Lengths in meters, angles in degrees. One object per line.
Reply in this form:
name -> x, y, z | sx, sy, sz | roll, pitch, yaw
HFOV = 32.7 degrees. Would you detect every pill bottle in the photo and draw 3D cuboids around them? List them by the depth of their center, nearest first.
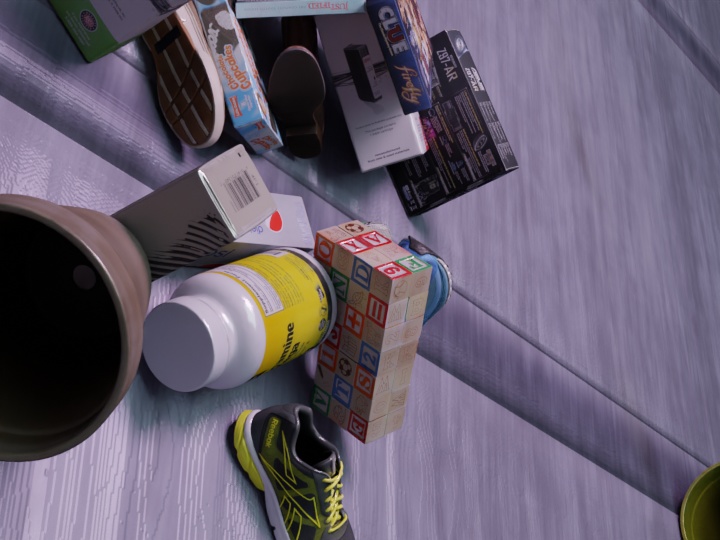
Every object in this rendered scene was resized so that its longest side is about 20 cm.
pill bottle -> -0.117, 0.049, 1.190 | 0.200, 0.112, 0.113 | -23, 88, -57

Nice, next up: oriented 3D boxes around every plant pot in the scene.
plant pot -> -0.249, 0.027, 0.969 | 0.200, 0.200, 0.174 | 60, 15, -8
plant pot -> 0.644, 0.431, 1.996 | 0.193, 0.200, 0.201 | 44, 36, -50

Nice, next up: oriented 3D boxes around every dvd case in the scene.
dvd case -> -0.068, -0.325, 1.432 | 0.200, 0.145, 0.022 | -93, 180, -66

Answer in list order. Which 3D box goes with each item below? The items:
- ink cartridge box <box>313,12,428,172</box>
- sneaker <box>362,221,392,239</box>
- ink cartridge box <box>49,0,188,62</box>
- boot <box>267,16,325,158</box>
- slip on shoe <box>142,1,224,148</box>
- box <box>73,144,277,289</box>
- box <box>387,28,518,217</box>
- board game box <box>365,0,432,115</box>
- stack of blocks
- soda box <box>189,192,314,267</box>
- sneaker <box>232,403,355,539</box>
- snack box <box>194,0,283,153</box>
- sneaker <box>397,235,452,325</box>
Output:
ink cartridge box -> 0.016, -0.232, 1.526 | 0.144, 0.083, 0.201 | -54, 128, -80
sneaker -> 0.000, 0.000, 1.418 | 0.078, 0.085, 0.200 | 55, 33, -15
ink cartridge box -> -0.220, -0.319, 1.202 | 0.146, 0.200, 0.084 | 59, 33, -10
boot -> -0.073, -0.262, 1.444 | 0.187, 0.064, 0.201 | 92, -3, -58
slip on shoe -> -0.187, -0.224, 1.313 | 0.061, 0.076, 0.200 | -4, 66, -61
box -> -0.177, -0.033, 1.074 | 0.069, 0.200, 0.082 | 60, 33, -8
box -> 0.097, -0.192, 1.617 | 0.043, 0.160, 0.201 | -19, 85, -58
board game box -> 0.048, -0.282, 1.435 | 0.200, 0.034, 0.136 | -84, 155, -60
stack of blocks -> 0.000, 0.064, 1.279 | 0.058, 0.115, 0.201 | -18, 128, -41
soda box -> -0.137, -0.043, 1.263 | 0.200, 0.068, 0.064 | 4, 65, -55
sneaker -> -0.049, 0.219, 1.202 | 0.200, 0.084, 0.074 | 59, 33, -10
snack box -> -0.141, -0.239, 1.372 | 0.116, 0.037, 0.201 | 48, 24, -79
sneaker -> 0.038, 0.051, 1.360 | 0.078, 0.200, 0.090 | 34, 43, 17
